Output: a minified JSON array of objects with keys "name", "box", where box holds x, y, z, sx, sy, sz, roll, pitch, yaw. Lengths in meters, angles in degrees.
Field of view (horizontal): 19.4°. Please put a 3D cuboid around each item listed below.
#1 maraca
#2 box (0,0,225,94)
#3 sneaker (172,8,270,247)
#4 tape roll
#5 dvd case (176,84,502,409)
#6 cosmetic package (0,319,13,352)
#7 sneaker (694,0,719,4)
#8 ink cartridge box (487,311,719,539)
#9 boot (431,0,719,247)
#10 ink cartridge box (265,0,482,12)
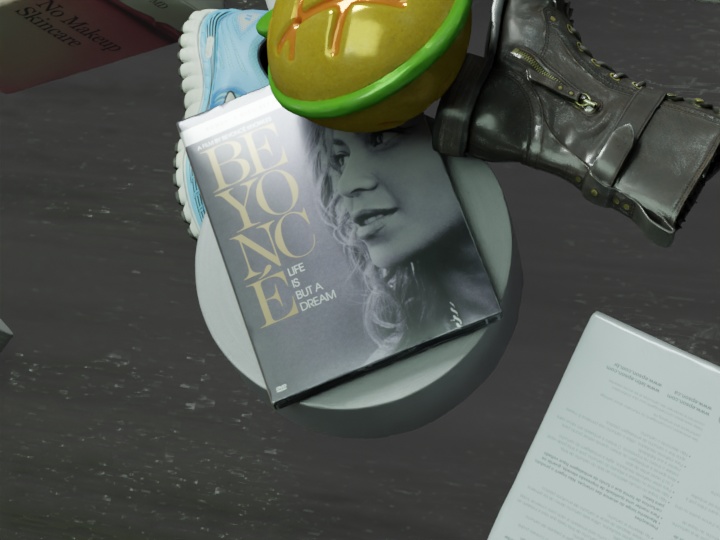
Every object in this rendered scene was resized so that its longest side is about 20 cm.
[{"name":"maraca","box":[0.000,-0.151,1.262,0.137,0.107,0.200,-32,30,2]},{"name":"box","box":[-0.211,-0.216,1.494,0.199,0.128,0.110,-13,69,26]},{"name":"sneaker","box":[-0.072,-0.088,1.407,0.089,0.078,0.202,-9,74,20]},{"name":"tape roll","box":[0.000,0.000,1.311,0.198,0.066,0.202,-4,68,9]},{"name":"dvd case","box":[-0.016,-0.033,1.282,0.148,0.016,0.201,-22,66,3]},{"name":"cosmetic package","box":[-0.353,0.089,1.496,0.200,0.107,0.090,-50,58,5]},{"name":"sneaker","box":[0.173,-0.235,1.304,0.200,0.088,0.076,37,93,31]},{"name":"ink cartridge box","box":[0.178,0.152,1.210,0.199,0.041,0.201,26,89,33]},{"name":"boot","box":[0.151,-0.107,1.287,0.173,0.069,0.201,19,55,13]},{"name":"ink cartridge box","box":[-0.004,-0.247,1.411,0.146,0.083,0.201,-29,62,19]}]
